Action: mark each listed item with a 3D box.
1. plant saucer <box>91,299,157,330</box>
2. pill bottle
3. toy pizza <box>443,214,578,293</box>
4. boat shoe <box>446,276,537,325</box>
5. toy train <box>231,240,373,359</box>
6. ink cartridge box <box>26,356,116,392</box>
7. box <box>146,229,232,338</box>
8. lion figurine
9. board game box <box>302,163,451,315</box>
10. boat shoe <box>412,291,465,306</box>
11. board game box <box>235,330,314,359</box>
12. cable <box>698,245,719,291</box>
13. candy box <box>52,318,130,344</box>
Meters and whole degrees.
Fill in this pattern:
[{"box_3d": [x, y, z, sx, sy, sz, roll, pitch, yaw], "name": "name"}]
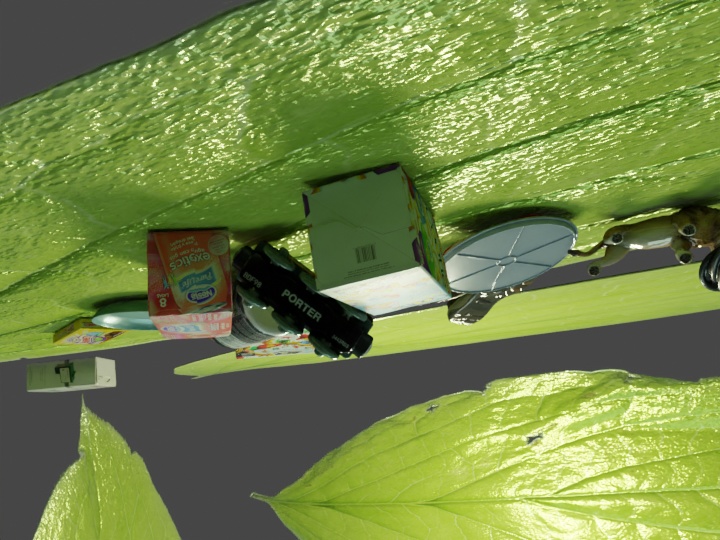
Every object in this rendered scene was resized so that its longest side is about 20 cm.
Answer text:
[{"box_3d": [-0.378, 0.081, 1.115, 0.199, 0.028, 0.200, -2, 165, -1], "name": "plant saucer"}, {"box_3d": [-0.182, 0.066, 0.977, 0.106, 0.107, 0.200, 4, 165, -36], "name": "pill bottle"}, {"box_3d": [0.196, -0.025, 0.843, 0.199, 0.032, 0.200, -11, 154, -5], "name": "toy pizza"}, {"box_3d": [0.205, 0.010, 0.984, 0.074, 0.074, 0.200, 19, 134, -35], "name": "boat shoe"}, {"box_3d": [-0.069, 0.036, 0.768, 0.200, 0.085, 0.114, 35, -176, -2], "name": "toy train"}, {"box_3d": [-0.837, 0.305, 1.798, 0.199, 0.085, 0.146, -6, 168, -2], "name": "ink cartridge box"}, {"box_3d": [-0.213, 0.025, 0.786, 0.094, 0.103, 0.200, -3, 168, -13], "name": "box"}, {"box_3d": [0.389, -0.045, 0.829, 0.199, 0.073, 0.122, 0, -161, 27], "name": "lion figurine"}, {"box_3d": [0.026, -0.022, 0.667, 0.104, 0.104, 0.200, -14, 166, 13], "name": "board game box"}, {"box_3d": [0.115, 0.017, 0.997, 0.199, 0.074, 0.065, -14, 178, 37], "name": "boat shoe"}, {"box_3d": [-0.136, 0.121, 1.155, 0.199, 0.035, 0.126, -4, 151, -11], "name": "board game box"}, {"box_3d": [0.510, -0.047, 0.778, 0.163, 0.051, 0.200, -23, 150, -36], "name": "cable"}, {"box_3d": [-0.553, 0.127, 1.266, 0.102, 0.027, 0.200, 9, 161, -38], "name": "candy box"}]
